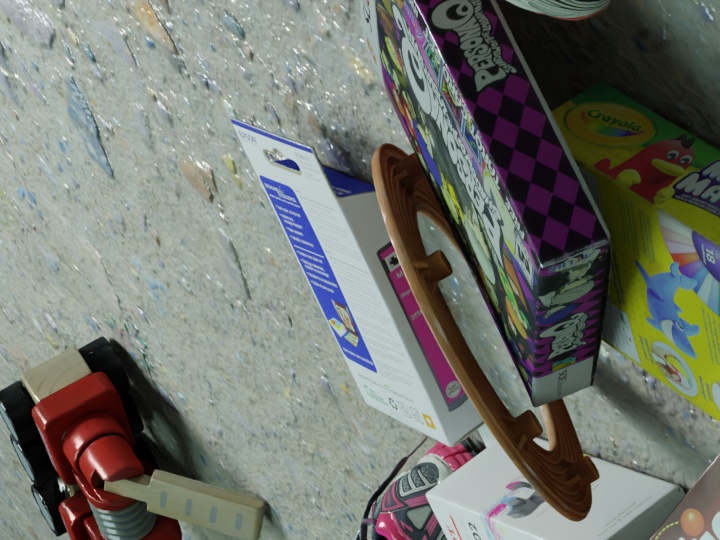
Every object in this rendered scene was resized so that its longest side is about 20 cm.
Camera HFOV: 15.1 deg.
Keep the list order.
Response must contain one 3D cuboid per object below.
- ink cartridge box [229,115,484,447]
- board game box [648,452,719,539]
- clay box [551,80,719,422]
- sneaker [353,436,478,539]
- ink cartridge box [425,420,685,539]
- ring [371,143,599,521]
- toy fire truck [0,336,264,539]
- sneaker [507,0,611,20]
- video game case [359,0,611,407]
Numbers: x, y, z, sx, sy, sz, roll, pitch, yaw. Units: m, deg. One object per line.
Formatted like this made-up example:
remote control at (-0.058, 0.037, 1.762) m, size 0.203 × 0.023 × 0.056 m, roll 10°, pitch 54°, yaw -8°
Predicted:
ink cartridge box at (0.000, 0.000, 1.489) m, size 0.095 × 0.037 × 0.200 m, roll 24°, pitch 146°, yaw 57°
board game box at (0.160, 0.169, 1.245) m, size 0.103 × 0.019 × 0.200 m, roll 49°, pitch 123°, yaw 24°
clay box at (0.157, 0.012, 1.132) m, size 0.200 × 0.048 × 0.115 m, roll 36°, pitch 152°, yaw 43°
sneaker at (0.029, 0.158, 1.615) m, size 0.081 × 0.075 × 0.200 m, roll 50°, pitch 161°, yaw 14°
ink cartridge box at (0.110, 0.157, 1.439) m, size 0.200 × 0.068 × 0.115 m, roll 15°, pitch 135°, yaw 60°
ring at (0.063, 0.026, 1.286) m, size 0.201 × 0.019 × 0.201 m, roll 56°, pitch -167°, yaw -20°
toy fire truck at (-0.164, 0.167, 2.036) m, size 0.200 × 0.128 × 0.176 m, roll 51°, pitch 163°, yaw 40°
sneaker at (0.060, -0.177, 1.010) m, size 0.082 × 0.078 × 0.200 m, roll 28°, pitch 147°, yaw 49°
video game case at (0.050, -0.059, 1.171) m, size 0.181 × 0.036 × 0.200 m, roll 83°, pitch 164°, yaw -70°
